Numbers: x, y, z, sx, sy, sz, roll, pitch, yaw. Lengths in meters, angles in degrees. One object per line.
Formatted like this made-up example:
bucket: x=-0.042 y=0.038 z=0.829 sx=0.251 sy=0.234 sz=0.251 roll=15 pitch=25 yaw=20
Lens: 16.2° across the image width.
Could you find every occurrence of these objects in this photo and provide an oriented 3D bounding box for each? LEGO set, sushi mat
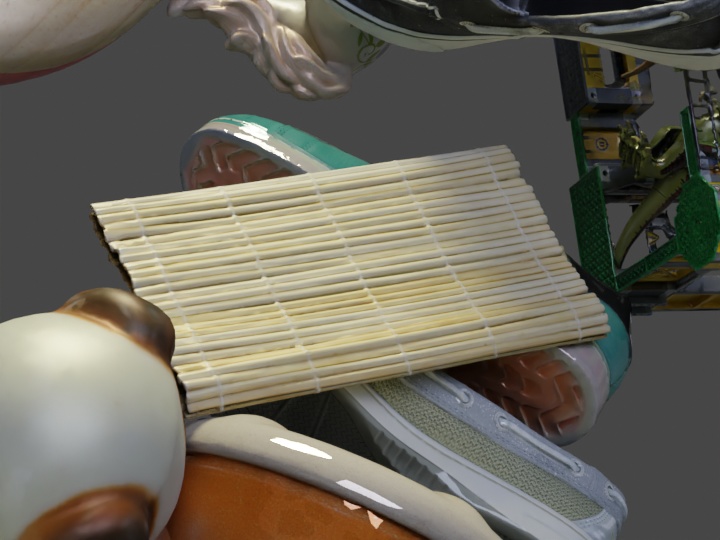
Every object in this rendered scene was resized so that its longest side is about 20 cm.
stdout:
LEGO set: x=0.162 y=-0.068 z=1.075 sx=0.116 sy=0.154 sz=0.201 roll=-1 pitch=64 yaw=-21
sushi mat: x=0.000 y=0.000 z=0.958 sx=0.200 sy=0.012 sz=0.096 roll=-10 pitch=56 yaw=-35

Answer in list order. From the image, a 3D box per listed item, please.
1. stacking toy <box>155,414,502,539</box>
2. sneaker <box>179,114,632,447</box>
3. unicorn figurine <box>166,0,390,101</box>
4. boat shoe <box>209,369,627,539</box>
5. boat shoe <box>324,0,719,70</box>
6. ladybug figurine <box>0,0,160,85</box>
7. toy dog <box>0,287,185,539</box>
stacking toy: x=-0.038 y=0.165 z=0.893 sx=0.146 sy=0.146 sz=0.200 roll=25 pitch=74 yaw=-5
sneaker: x=0.021 y=-0.007 z=1.038 sx=0.200 sy=0.071 sz=0.080 roll=33 pitch=39 yaw=4
unicorn figurine: x=0.010 y=-0.146 z=1.118 sx=0.137 sy=0.074 sz=0.200 roll=37 pitch=71 yaw=3
boat shoe: x=0.015 y=0.060 z=0.990 sx=0.202 sy=0.074 sz=0.065 roll=34 pitch=48 yaw=-3
boat shoe: x=0.061 y=-0.121 z=1.002 sx=0.200 sy=0.068 sz=0.072 roll=14 pitch=84 yaw=27
ladybug figurine: x=-0.138 y=-0.143 z=1.049 sx=0.136 sy=0.072 sz=0.200 roll=35 pitch=54 yaw=6
toy dog: x=-0.158 y=0.049 z=0.860 sx=0.199 sy=0.194 sz=0.140 roll=9 pitch=48 yaw=-5
